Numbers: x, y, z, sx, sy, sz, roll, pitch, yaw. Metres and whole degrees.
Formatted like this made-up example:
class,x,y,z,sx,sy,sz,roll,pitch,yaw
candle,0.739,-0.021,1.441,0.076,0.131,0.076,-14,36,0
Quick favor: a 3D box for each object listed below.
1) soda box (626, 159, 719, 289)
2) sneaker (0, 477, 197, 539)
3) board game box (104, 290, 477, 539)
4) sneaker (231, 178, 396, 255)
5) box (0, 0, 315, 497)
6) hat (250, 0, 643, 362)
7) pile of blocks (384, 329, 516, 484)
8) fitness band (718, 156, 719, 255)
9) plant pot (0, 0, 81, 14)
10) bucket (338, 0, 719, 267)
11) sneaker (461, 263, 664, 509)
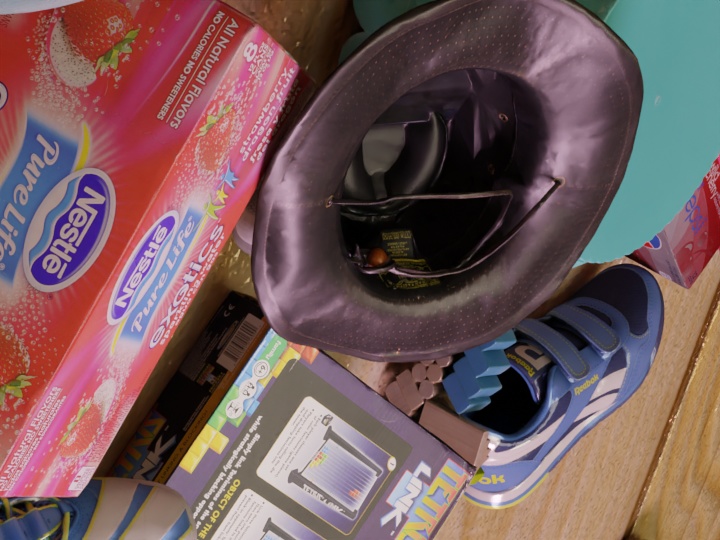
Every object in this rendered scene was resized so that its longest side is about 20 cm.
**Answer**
class,x,y,z,sx,sy,sz,roll,pitch,yaw
soda box,0.181,-0.070,1.043,0.064,0.070,0.200,-51,147,-11
sneaker,-0.157,0.125,0.655,0.198,0.077,0.105,-14,169,-16
board game box,-0.055,0.139,0.852,0.165,0.057,0.201,39,82,-34
sneaker,0.000,0.000,0.851,0.199,0.074,0.083,11,105,-56
box,-0.115,-0.022,0.641,0.201,0.099,0.095,-60,166,0
hat,0.028,-0.055,0.728,0.198,0.081,0.202,-14,135,-14
pile of blocks,0.063,0.070,0.982,0.062,0.082,0.202,-2,116,-52
fitness band,0.269,-0.064,1.105,0.200,0.037,0.145,85,0,-68
plant pot,-0.108,-0.167,0.504,0.202,0.199,0.134,-59,174,-1
bucket,0.102,-0.110,0.850,0.206,0.134,0.209,-30,136,-35
sneaker,0.130,0.064,1.077,0.200,0.074,0.083,-48,143,-20
